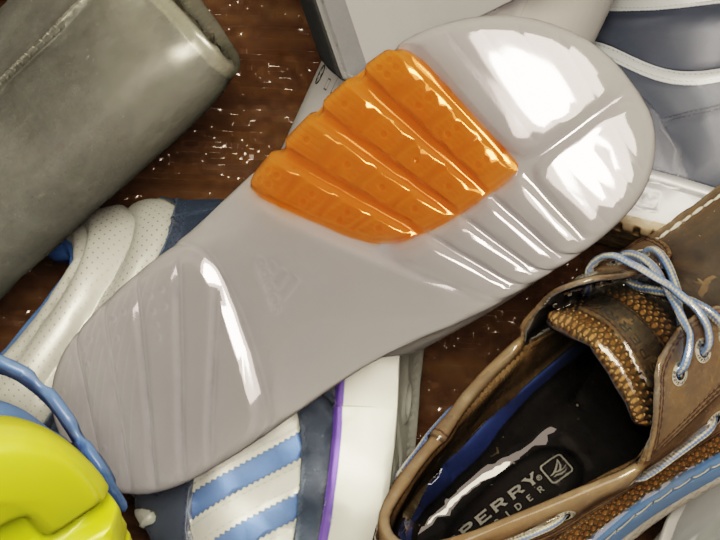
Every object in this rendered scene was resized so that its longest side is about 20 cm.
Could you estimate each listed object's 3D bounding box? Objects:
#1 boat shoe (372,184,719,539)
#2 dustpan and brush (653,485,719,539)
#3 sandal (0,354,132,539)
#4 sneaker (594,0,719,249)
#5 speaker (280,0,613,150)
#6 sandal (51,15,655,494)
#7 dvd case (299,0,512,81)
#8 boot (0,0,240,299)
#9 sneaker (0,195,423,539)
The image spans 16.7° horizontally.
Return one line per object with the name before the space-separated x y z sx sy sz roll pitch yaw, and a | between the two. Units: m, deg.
boat shoe | 0.085 0.032 0.736 0.200 0.072 0.072 -46 64 -7
dustpan and brush | 0.127 0.093 0.791 0.139 0.057 0.201 17 41 -34
sandal | -0.086 0.093 0.702 0.079 0.201 0.087 -26 43 -10
sneaker | 0.161 -0.046 0.818 0.199 0.070 0.109 14 83 4
speaker | 0.048 -0.108 0.794 0.081 0.081 0.201 25 96 3
sandal | -0.005 -0.007 0.741 0.206 0.059 0.079 -33 87 17
dvd case | 0.056 -0.163 0.715 0.199 0.025 0.151 -27 119 -13
boot | -0.116 -0.003 0.760 0.199 0.073 0.182 -34 50 4
sneaker | -0.060 0.076 0.796 0.145 0.081 0.202 6 86 10
